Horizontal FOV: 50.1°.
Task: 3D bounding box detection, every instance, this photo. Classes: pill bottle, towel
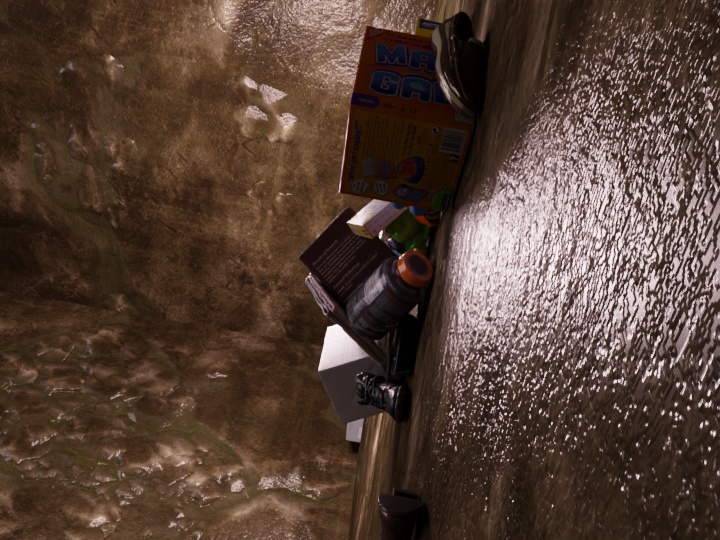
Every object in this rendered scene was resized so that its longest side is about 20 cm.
[{"bbox_3d":[0.061,0.045,1.524,0.200,0.105,0.107,-47,24,41],"label":"pill bottle"},{"bbox_3d":[-0.034,0.107,1.675,0.032,0.191,0.200,-43,28,2],"label":"towel"}]

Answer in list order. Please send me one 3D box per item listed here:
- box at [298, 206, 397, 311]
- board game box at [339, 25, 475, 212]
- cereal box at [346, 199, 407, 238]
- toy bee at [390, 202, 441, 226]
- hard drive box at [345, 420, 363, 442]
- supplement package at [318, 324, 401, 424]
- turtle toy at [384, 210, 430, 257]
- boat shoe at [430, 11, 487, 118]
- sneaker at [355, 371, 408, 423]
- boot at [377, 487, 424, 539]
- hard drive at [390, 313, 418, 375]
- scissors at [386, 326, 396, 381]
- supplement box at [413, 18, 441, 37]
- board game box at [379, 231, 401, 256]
[{"bbox_3d":[0.000,0.000,1.732,0.164,0.200,0.166,-45,-20,1],"label":"box"},{"bbox_3d":[0.081,-0.254,1.306,0.202,0.196,0.203,101,179,-53],"label":"board game box"},{"bbox_3d":[0.070,-0.146,1.589,0.199,0.040,0.144,-42,14,-8],"label":"cereal box"},{"bbox_3d":[0.106,-0.157,1.433,0.110,0.129,0.200,-65,-17,1],"label":"toy bee"},{"bbox_3d":[-0.024,0.747,3.856,0.200,0.075,0.159,-79,-2,-82],"label":"hard drive box"},{"bbox_3d":[0.004,0.225,1.819,0.201,0.148,0.154,-81,-29,-64],"label":"supplement package"},{"bbox_3d":[0.104,-0.093,1.660,0.200,0.099,0.149,-84,3,-88],"label":"turtle toy"},{"bbox_3d":[0.157,-0.325,1.181,0.075,0.074,0.205,-37,46,33],"label":"boat shoe"},{"bbox_3d":[0.043,0.263,1.601,0.199,0.112,0.078,-108,26,-85],"label":"sneaker"},{"bbox_3d":[0.042,0.417,1.073,0.186,0.063,0.204,45,-123,-74],"label":"boot"},{"bbox_3d":[0.093,0.157,1.656,0.200,0.041,0.138,97,-178,-86],"label":"hard drive"},{"bbox_3d":[0.067,0.157,1.654,0.074,0.014,0.203,103,176,-59],"label":"scissors"},{"bbox_3d":[0.152,-0.418,1.643,0.201,0.107,0.111,99,-179,-63],"label":"supplement box"},{"bbox_3d":[0.104,-0.110,1.922,0.200,0.103,0.105,103,177,-76],"label":"board game box"}]
